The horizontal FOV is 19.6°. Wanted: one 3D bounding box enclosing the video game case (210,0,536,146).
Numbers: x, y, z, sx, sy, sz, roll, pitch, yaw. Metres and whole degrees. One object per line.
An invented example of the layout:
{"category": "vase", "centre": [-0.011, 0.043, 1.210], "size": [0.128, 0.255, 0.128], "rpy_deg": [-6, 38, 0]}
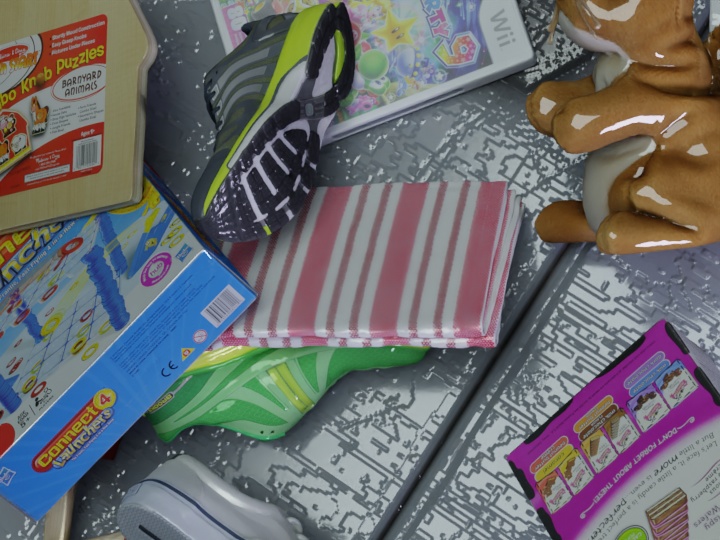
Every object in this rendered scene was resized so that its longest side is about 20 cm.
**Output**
{"category": "video game case", "centre": [0.004, -0.171, 1.412], "size": [0.199, 0.018, 0.144], "rpy_deg": [-20, 74, 9]}

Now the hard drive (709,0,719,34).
{"category": "hard drive", "centre": [0.322, -0.211, 1.316], "size": [0.198, 0.027, 0.133], "rpy_deg": [1, 77, 14]}

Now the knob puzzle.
{"category": "knob puzzle", "centre": [-0.205, -0.126, 1.396], "size": [0.218, 0.030, 0.222], "rpy_deg": [-11, 72, 36]}

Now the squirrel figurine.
{"category": "squirrel figurine", "centre": [0.201, -0.113, 1.279], "size": [0.198, 0.142, 0.188], "rpy_deg": [-5, 95, -5]}

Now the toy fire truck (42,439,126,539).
{"category": "toy fire truck", "centre": [-0.160, 0.190, 1.361], "size": [0.140, 0.049, 0.201], "rpy_deg": [18, 84, 17]}

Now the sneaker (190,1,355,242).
{"category": "sneaker", "centre": [-0.068, -0.094, 1.347], "size": [0.080, 0.074, 0.201], "rpy_deg": [0, 44, 28]}

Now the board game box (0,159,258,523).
{"category": "board game box", "centre": [-0.186, 0.028, 1.345], "size": [0.200, 0.056, 0.196], "rpy_deg": [-46, 37, 1]}

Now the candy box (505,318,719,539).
{"category": "candy box", "centre": [0.188, 0.147, 1.228], "size": [0.136, 0.061, 0.201], "rpy_deg": [-42, 46, 15]}

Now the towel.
{"category": "towel", "centre": [0.000, 0.000, 1.334], "size": [0.198, 0.030, 0.147], "rpy_deg": [-1, 40, 15]}

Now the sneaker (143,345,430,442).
{"category": "sneaker", "centre": [-0.051, 0.064, 1.359], "size": [0.198, 0.074, 0.084], "rpy_deg": [-10, 115, 1]}

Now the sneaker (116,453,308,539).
{"category": "sneaker", "centre": [-0.054, 0.184, 1.287], "size": [0.200, 0.073, 0.071], "rpy_deg": [40, 49, 2]}
